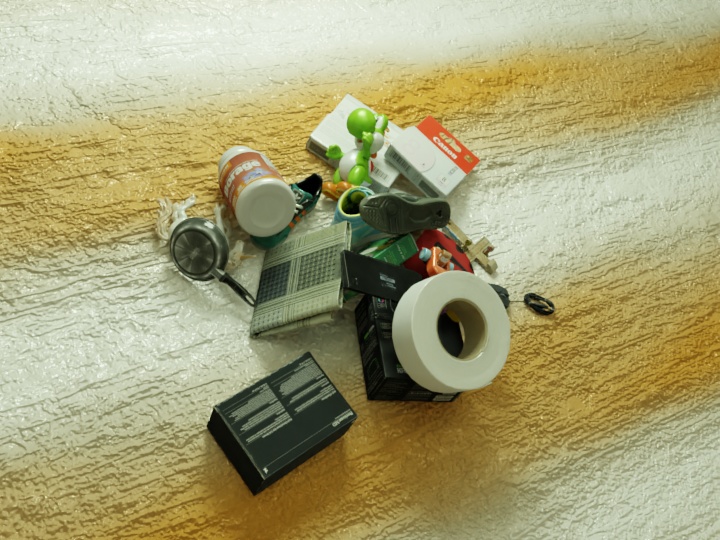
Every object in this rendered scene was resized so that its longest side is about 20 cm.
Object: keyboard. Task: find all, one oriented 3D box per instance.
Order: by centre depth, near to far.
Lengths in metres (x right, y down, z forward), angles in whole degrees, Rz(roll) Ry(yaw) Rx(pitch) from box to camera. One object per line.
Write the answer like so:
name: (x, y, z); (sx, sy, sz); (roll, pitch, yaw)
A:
keyboard: (0.045, 0.041, 1.450); (0.199, 0.021, 0.128); (16, 53, -39)

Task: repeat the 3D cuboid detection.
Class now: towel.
towel: (-0.100, 0.018, 1.477); (0.035, 0.198, 0.194); (45, 38, -40)

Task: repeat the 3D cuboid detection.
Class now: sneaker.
sneaker: (0.063, -0.109, 1.583); (0.198, 0.114, 0.077); (-5, 96, -36)
sneaker: (-0.140, -0.120, 1.606); (0.071, 0.080, 0.200); (36, 51, 4)
sneaker: (0.025, -0.121, 1.641); (0.199, 0.131, 0.080); (-32, 65, -34)

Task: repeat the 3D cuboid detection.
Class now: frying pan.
frying pan: (-0.270, -0.001, 1.472); (0.192, 0.114, 0.031); (66, 19, -8)

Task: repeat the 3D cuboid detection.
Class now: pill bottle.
pill bottle: (-0.200, -0.154, 1.548); (0.111, 0.113, 0.200); (-2, 30, -24)

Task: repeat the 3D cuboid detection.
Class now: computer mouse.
computer mouse: (0.311, 0.058, 1.707); (0.198, 0.034, 0.059); (8, 53, -19)

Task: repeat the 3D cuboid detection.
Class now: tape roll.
tape roll: (0.156, 0.106, 1.426); (0.200, 0.071, 0.205); (7, 76, -27)

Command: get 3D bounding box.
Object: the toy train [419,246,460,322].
toy train: (0.198, 0.033, 1.552); (0.199, 0.056, 0.151); (31, 44, -20)

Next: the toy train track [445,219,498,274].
toy train track: (0.215, -0.077, 1.752); (0.200, 0.033, 0.114); (46, 49, 7)

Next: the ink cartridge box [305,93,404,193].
ink cartridge box: (0.007, -0.269, 1.800); (0.199, 0.044, 0.174); (34, 50, 1)

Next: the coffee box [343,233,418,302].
coffee box: (0.000, 0.000, 1.552); (0.199, 0.122, 0.044); (-34, 104, -35)

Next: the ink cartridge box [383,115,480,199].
ink cartridge box: (0.164, -0.252, 1.804); (0.162, 0.057, 0.200); (42, 56, 3)

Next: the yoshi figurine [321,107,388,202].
yoshi figurine: (-0.014, -0.242, 1.684); (0.111, 0.112, 0.202); (24, 77, 7)

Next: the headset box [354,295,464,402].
headset box: (0.092, 0.128, 1.524); (0.172, 0.093, 0.202); (6, 54, -21)

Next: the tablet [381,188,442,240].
tablet: (0.108, -0.077, 1.728); (0.129, 0.014, 0.202); (18, 52, -11)

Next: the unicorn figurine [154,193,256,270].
unicorn figurine: (-0.277, -0.066, 1.525); (0.197, 0.074, 0.139); (4, 54, -1)

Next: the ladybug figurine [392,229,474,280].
ladybug figurine: (0.151, -0.018, 1.650); (0.199, 0.072, 0.136); (39, 53, 0)

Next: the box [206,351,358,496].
box: (-0.126, 0.244, 1.358); (0.199, 0.079, 0.141); (-27, 67, -36)
